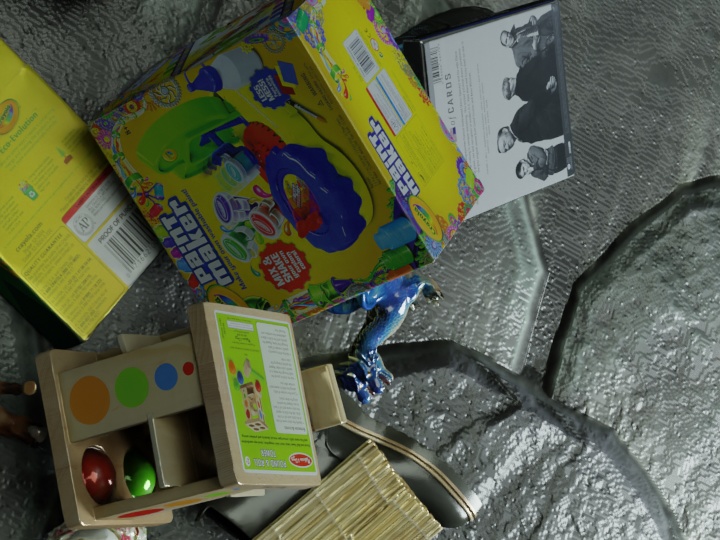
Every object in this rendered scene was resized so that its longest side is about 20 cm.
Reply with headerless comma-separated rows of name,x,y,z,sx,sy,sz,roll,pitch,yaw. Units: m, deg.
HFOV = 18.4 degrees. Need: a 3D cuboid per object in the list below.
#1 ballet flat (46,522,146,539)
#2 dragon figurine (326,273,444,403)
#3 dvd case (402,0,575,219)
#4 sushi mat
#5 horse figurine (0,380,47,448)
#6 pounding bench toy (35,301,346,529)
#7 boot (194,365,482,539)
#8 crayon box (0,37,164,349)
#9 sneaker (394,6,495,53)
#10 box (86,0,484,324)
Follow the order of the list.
ballet flat,-0.215,0.230,1.560,0.200,0.064,0.076,-42,101,-30
dragon figurine,0.000,0.000,1.731,0.099,0.059,0.201,-23,98,-38
dvd case,0.106,-0.128,1.785,0.200,0.025,0.151,-22,110,-49
sushi mat,-0.039,0.222,1.650,0.200,0.012,0.096,-40,111,-9
horse figurine,-0.304,0.093,1.514,0.199,0.132,0.050,1,83,-17
pounding bench toy,-0.117,0.109,1.583,0.200,0.155,0.125,11,65,-63
boot,-0.019,0.177,1.689,0.199,0.077,0.139,32,71,-10
crayon box,-0.240,-0.057,1.610,0.200,0.051,0.127,47,61,-15
sneaker,0.052,-0.161,1.785,0.200,0.082,0.073,-32,95,-32
box,-0.052,-0.081,1.607,0.201,0.192,0.122,57,32,-13
